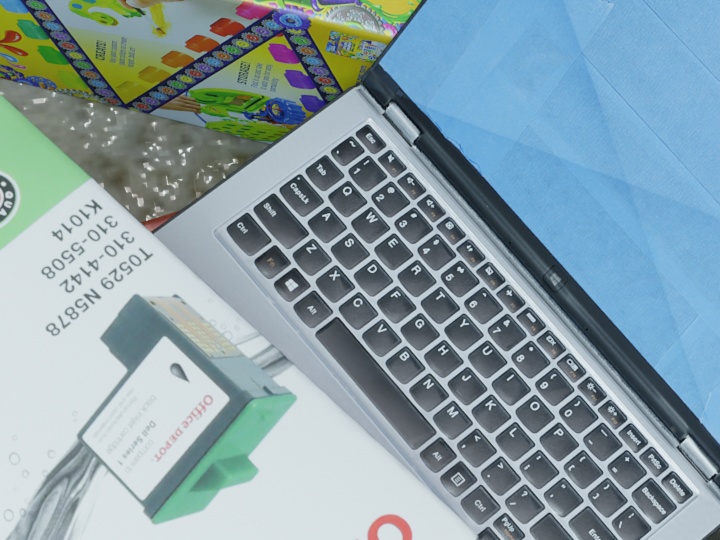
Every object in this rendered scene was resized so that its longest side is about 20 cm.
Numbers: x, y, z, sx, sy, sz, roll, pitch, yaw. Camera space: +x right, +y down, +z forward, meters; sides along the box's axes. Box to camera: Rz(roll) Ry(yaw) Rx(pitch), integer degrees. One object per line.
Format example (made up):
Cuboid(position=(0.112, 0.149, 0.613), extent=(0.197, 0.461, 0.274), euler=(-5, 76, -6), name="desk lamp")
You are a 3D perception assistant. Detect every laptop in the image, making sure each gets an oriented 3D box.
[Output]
Cuboid(position=(0.045, 0.003, 0.773), extent=(0.200, 0.116, 0.187), euler=(-37, 76, -18), name="laptop")

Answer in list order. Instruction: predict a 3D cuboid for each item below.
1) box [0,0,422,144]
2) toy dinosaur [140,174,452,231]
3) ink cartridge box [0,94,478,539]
Cuboid(position=(-0.055, -0.168, 0.928), extent=(0.192, 0.122, 0.200), euler=(14, 71, -3), name="box")
Cuboid(position=(0.000, 0.000, 0.862), extent=(0.181, 0.200, 0.105), euler=(-28, 59, 29), name="toy dinosaur")
Cuboid(position=(-0.088, 0.068, 0.721), extent=(0.200, 0.084, 0.146), euler=(41, 61, 10), name="ink cartridge box")
